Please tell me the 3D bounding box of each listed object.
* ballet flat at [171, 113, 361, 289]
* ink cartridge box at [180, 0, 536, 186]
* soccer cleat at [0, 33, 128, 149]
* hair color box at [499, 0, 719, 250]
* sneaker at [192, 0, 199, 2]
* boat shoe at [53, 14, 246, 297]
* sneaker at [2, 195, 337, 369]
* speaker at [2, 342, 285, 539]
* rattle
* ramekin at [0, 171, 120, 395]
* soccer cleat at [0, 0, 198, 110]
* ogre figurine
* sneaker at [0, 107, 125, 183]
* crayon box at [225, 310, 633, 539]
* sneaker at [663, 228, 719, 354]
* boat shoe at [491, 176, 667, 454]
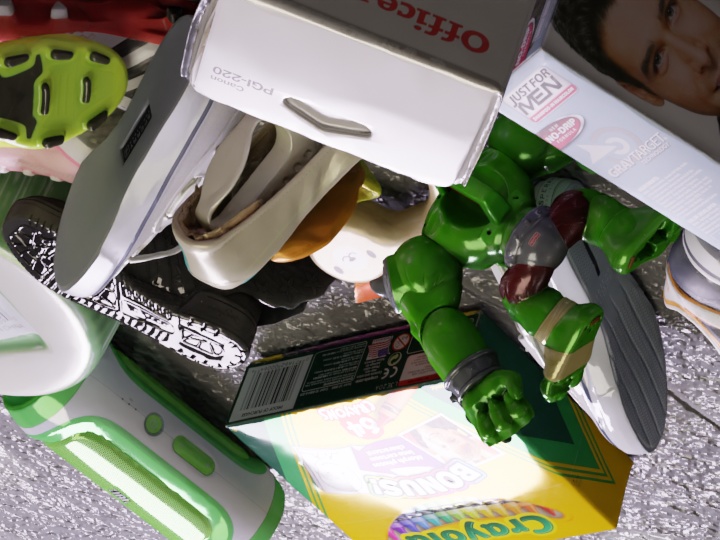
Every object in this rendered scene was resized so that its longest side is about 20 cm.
[{"bbox_3d":[-0.026,-0.077,1.484,0.069,0.200,0.069,40,177,2],"label":"ballet flat"},{"bbox_3d":[0.016,-0.157,1.330,0.145,0.200,0.085,21,147,-2],"label":"ink cartridge box"},{"bbox_3d":[-0.223,-0.092,1.505,0.084,0.200,0.065,38,139,54],"label":"soccer cleat"},{"bbox_3d":[0.169,-0.085,1.441,0.200,0.099,0.061,31,145,-15],"label":"hair color box"},{"bbox_3d":[-0.040,-0.169,1.468,0.199,0.079,0.075,15,-176,31],"label":"sneaker"},{"bbox_3d":[-0.096,-0.055,1.551,0.086,0.075,0.202,13,129,-27],"label":"boat shoe"},{"bbox_3d":[-0.111,-0.014,1.679,0.199,0.104,0.060,31,144,-15],"label":"sneaker"},{"bbox_3d":[-0.144,0.119,1.900,0.088,0.089,0.200,-20,129,44],"label":"speaker"},{"bbox_3d":[0.000,0.000,1.619,0.130,0.143,0.200,0,139,-4],"label":"rattle"},{"bbox_3d":[-0.230,-0.010,1.750,0.199,0.098,0.200,14,145,10],"label":"ramekin"},{"bbox_3d":[-0.145,-0.125,1.575,0.199,0.069,0.085,7,132,11],"label":"soccer cleat"},{"bbox_3d":[0.093,-0.017,1.522,0.120,0.200,0.098,35,-168,20],"label":"ogre figurine"},{"bbox_3d":[-0.197,-0.085,1.641,0.200,0.075,0.105,33,132,-5],"label":"sneaker"},{"bbox_3d":[0.044,0.112,1.816,0.200,0.058,0.173,-14,133,40],"label":"crayon box"},{"bbox_3d":[0.262,0.032,1.578,0.200,0.079,0.080,31,141,4],"label":"sneaker"},{"bbox_3d":[0.124,0.024,1.652,0.067,0.074,0.200,0,128,32],"label":"boat shoe"}]
